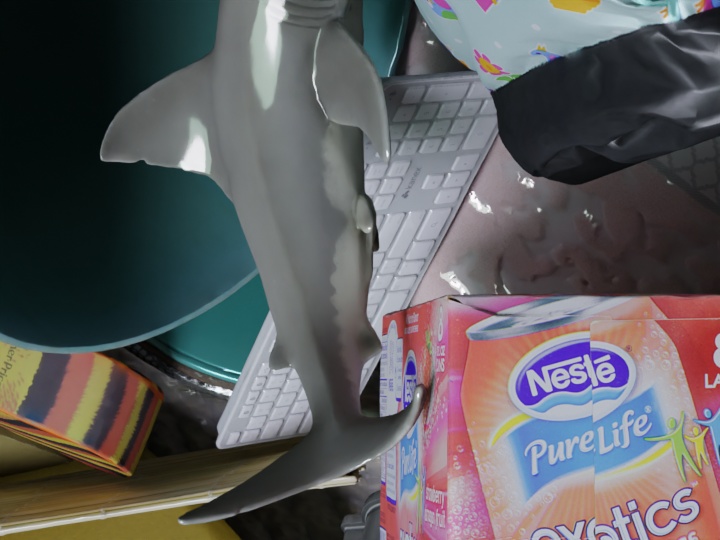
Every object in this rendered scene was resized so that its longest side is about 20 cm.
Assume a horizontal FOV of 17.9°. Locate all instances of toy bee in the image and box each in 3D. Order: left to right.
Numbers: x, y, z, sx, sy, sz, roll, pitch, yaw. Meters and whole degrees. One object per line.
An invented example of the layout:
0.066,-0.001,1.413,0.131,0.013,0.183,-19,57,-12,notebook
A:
-0.163,0.028,0.828,0.109,0.199,0.131,159,112,-73,toy bee

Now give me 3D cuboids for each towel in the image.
0.086,-0.024,0.800,0.200,0.032,0.191,36,136,6,towel

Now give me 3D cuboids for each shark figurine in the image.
-0.034,-0.023,0.691,0.089,0.215,0.128,-2,165,-4,shark figurine

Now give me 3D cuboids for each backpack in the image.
0.065,-0.131,0.632,0.167,0.126,0.200,-17,93,65,backpack

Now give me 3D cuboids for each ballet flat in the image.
-0.099,-0.008,0.924,0.200,0.072,0.072,33,135,9,ballet flat

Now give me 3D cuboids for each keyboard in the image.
0.000,0.000,0.821,0.200,0.056,0.011,-63,38,44,keyboard

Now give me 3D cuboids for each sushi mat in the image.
-0.090,0.086,0.899,0.199,0.096,0.012,-10,93,9,sushi mat

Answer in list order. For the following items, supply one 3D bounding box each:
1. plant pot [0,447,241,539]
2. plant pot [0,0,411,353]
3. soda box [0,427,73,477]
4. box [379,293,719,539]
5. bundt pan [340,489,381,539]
-0.111,0.198,0.949,0.176,0.200,0.200,10,130,51,plant pot
-0.109,-0.100,0.764,0.161,0.200,0.201,38,140,35,plant pot
-0.211,0.058,0.973,0.200,0.068,0.064,-15,153,35,soda box
0.060,0.059,0.699,0.094,0.200,0.103,0,86,-5,box
0.071,0.168,0.879,0.201,0.076,0.202,20,152,11,bundt pan
